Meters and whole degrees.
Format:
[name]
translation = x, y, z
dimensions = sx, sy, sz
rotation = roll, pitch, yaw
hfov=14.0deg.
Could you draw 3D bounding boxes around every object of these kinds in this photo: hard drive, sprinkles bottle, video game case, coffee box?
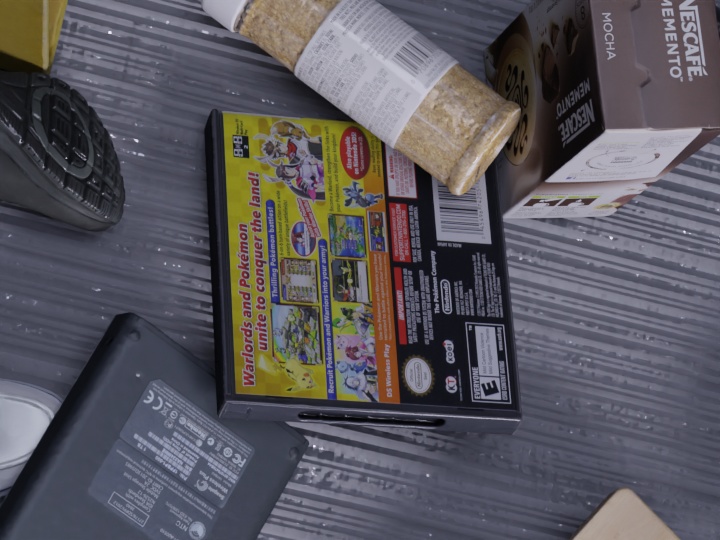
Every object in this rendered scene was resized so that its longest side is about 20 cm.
[hard drive]
translation = -0.132, 0.146, 1.681
dimensions = 0.139, 0.033, 0.200
rotation = 37, 69, -21
[sprinkles bottle]
translation = 0.000, -0.128, 1.762
dimensions = 0.200, 0.068, 0.068
rotation = 37, 70, 6
[video game case]
translation = 0.000, 0.000, 1.743
dimensions = 0.180, 0.026, 0.201
rotation = 4, 60, -15
[coffee box]
translation = 0.143, -0.109, 1.743
dimensions = 0.079, 0.200, 0.114
rotation = -2, 78, -15

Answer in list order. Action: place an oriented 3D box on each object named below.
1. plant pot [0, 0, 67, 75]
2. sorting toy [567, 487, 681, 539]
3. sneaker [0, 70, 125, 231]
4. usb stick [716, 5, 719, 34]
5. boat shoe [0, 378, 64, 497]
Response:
[plant pot]
translation = -0.256, -0.245, 1.680
dimensions = 0.199, 0.194, 0.196
rotation = 11, 74, -3
[sorting toy]
translation = 0.151, 0.270, 1.725
dimensions = 0.199, 0.070, 0.200
rotation = 45, 71, -1
[sneaker]
translation = -0.225, -0.079, 1.707
dimensions = 0.200, 0.091, 0.076
rotation = 34, 41, -26
[usb stick]
translation = 0.218, -0.144, 1.861
dimensions = 0.200, 0.033, 0.056
rotation = 33, 64, -6
[boat shoe]
translation = -0.256, 0.098, 1.656
dimensions = 0.199, 0.067, 0.074
rotation = -7, 79, -17
